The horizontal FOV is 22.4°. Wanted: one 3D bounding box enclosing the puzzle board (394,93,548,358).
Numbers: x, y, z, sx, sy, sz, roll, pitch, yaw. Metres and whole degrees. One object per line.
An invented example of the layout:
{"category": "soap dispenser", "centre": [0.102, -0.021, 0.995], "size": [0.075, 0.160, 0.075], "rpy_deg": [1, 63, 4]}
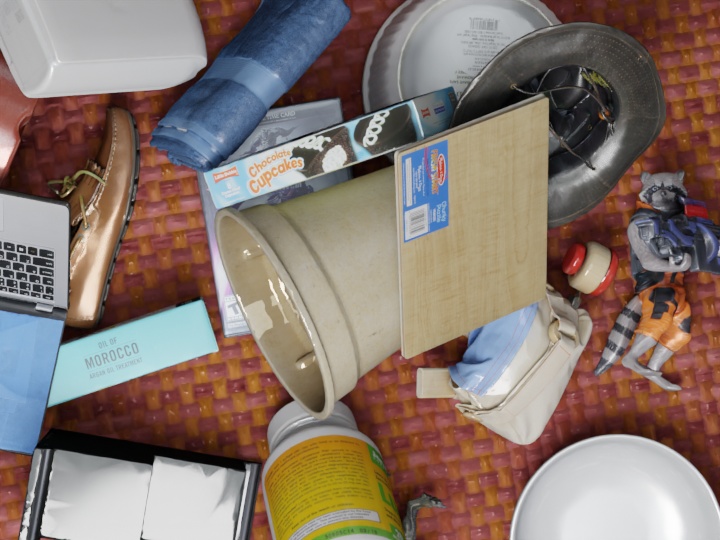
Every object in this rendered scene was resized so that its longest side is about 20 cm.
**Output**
{"category": "puzzle board", "centre": [0.092, -0.036, 1.505], "size": [0.150, 0.017, 0.201], "rpy_deg": [-22, 128, -26]}

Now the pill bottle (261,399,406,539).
{"category": "pill bottle", "centre": [-0.026, 0.205, 1.576], "size": [0.110, 0.200, 0.111], "rpy_deg": [-7, 129, -9]}

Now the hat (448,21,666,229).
{"category": "hat", "centre": [0.154, -0.138, 1.544], "size": [0.200, 0.081, 0.201], "rpy_deg": [-9, 127, -12]}

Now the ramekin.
{"category": "ramekin", "centre": [0.104, -0.168, 1.641], "size": [0.199, 0.105, 0.201], "rpy_deg": [0, 90, -5]}

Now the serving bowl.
{"category": "serving bowl", "centre": [0.230, 0.248, 1.669], "size": [0.199, 0.066, 0.201], "rpy_deg": [0, 89, -5]}

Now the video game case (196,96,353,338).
{"category": "video game case", "centre": [-0.072, -0.049, 1.668], "size": [0.142, 0.019, 0.201], "rpy_deg": [-10, 91, -5]}

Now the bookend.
{"category": "bookend", "centre": [-0.184, 0.203, 1.565], "size": [0.199, 0.199, 0.093], "rpy_deg": [10, 88, -6]}

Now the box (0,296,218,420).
{"category": "box", "centre": [-0.228, 0.078, 1.620], "size": [0.199, 0.082, 0.049], "rpy_deg": [-18, 93, -5]}

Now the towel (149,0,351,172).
{"category": "towel", "centre": [-0.099, -0.174, 1.609], "size": [0.200, 0.112, 0.049], "rpy_deg": [-49, 117, -13]}

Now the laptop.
{"category": "laptop", "centre": [-0.348, 0.033, 1.525], "size": [0.186, 0.201, 0.116], "rpy_deg": [10, 45, 0]}

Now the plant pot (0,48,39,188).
{"category": "plant pot", "centre": [-0.384, -0.147, 1.561], "size": [0.195, 0.201, 0.202], "rpy_deg": [24, 87, -12]}

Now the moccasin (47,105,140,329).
{"category": "moccasin", "centre": [-0.247, -0.050, 1.629], "size": [0.077, 0.074, 0.202], "rpy_deg": [15, 98, -13]}

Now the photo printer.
{"category": "photo printer", "centre": [-0.229, -0.232, 1.576], "size": [0.200, 0.069, 0.167], "rpy_deg": [-9, 70, -48]}

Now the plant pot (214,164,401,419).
{"category": "plant pot", "centre": [0.000, 0.000, 1.583], "size": [0.183, 0.200, 0.201], "rpy_deg": [-26, 92, -16]}

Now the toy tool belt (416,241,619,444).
{"category": "toy tool belt", "centre": [0.139, 0.046, 1.636], "size": [0.123, 0.125, 0.201], "rpy_deg": [27, 87, -13]}

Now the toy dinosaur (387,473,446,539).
{"category": "toy dinosaur", "centre": [0.023, 0.233, 1.662], "size": [0.199, 0.047, 0.088], "rpy_deg": [26, 94, -1]}

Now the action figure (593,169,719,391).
{"category": "action figure", "centre": [0.261, 0.001, 1.644], "size": [0.104, 0.200, 0.195], "rpy_deg": [2, 80, 34]}

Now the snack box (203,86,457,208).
{"category": "snack box", "centre": [-0.021, -0.105, 1.549], "size": [0.199, 0.116, 0.037], "rpy_deg": [-17, 95, 22]}
